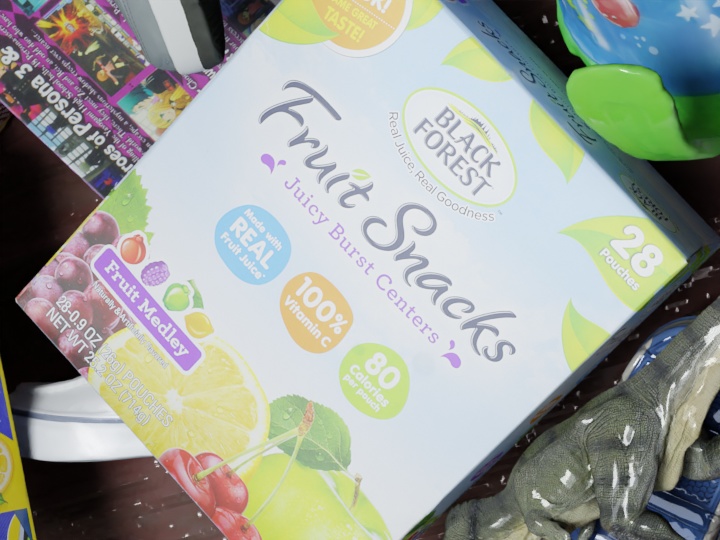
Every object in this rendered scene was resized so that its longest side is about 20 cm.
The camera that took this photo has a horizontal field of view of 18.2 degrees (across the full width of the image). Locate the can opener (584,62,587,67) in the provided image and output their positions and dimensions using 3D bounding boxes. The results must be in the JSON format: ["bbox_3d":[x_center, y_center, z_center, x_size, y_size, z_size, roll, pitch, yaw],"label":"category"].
[{"bbox_3d":[0.173,-0.082,0.778,0.200,0.063,0.079,-1,103,25],"label":"can opener"}]

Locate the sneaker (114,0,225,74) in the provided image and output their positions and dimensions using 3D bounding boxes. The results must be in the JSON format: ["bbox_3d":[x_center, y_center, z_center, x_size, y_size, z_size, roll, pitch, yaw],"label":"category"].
[{"bbox_3d":[-0.134,-0.143,0.776,0.121,0.084,0.200,-22,106,8],"label":"sneaker"}]

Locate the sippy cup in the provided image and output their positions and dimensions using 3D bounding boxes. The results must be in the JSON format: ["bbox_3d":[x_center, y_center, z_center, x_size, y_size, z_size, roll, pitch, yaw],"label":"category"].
[{"bbox_3d":[0.105,-0.135,0.727,0.140,0.130,0.178,-33,52,13],"label":"sippy cup"}]

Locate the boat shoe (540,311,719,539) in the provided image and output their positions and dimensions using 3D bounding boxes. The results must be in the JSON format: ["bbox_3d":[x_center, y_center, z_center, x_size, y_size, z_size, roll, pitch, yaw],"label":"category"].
[{"bbox_3d":[0.104,0.107,0.852,0.072,0.072,0.200,32,108,13],"label":"boat shoe"}]

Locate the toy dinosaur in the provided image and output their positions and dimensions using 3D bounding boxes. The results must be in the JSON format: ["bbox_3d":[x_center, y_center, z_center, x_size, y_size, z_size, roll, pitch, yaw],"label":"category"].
[{"bbox_3d":[0.107,0.069,0.781,0.200,0.047,0.088,-46,74,18],"label":"toy dinosaur"}]

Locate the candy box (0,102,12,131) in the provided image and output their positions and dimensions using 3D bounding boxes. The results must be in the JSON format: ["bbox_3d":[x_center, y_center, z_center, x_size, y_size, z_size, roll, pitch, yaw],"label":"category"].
[{"bbox_3d":[-0.155,-0.159,0.911,0.115,0.055,0.200,41,115,8],"label":"candy box"}]

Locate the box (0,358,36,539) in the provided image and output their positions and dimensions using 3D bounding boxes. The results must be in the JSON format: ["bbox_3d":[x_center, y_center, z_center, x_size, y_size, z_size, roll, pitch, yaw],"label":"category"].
[{"bbox_3d":[-0.185,0.050,0.906,0.064,0.070,0.200,5,108,56],"label":"box"}]

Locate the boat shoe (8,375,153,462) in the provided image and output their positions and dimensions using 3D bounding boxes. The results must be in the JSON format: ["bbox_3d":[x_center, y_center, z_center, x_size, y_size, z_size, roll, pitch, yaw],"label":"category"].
[{"bbox_3d":[-0.062,0.040,0.920,0.200,0.074,0.065,-7,91,19],"label":"boat shoe"}]

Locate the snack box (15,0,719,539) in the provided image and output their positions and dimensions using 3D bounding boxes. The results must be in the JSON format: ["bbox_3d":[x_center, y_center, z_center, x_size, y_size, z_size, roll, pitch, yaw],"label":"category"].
[{"bbox_3d":[0.000,0.000,0.818,0.169,0.068,0.200,46,109,9],"label":"snack box"}]

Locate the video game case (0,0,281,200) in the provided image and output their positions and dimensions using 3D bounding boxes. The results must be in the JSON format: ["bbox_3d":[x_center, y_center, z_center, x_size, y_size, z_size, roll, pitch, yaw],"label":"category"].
[{"bbox_3d":[-0.086,-0.136,0.847,0.181,0.036,0.200,-39,109,20],"label":"video game case"}]
